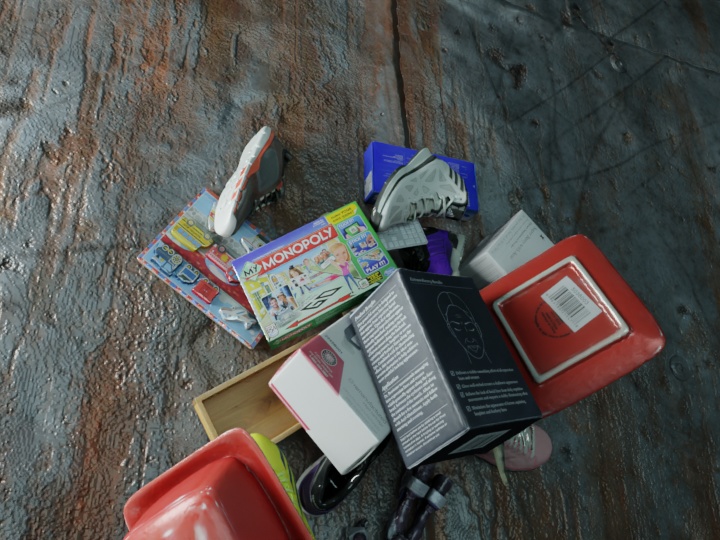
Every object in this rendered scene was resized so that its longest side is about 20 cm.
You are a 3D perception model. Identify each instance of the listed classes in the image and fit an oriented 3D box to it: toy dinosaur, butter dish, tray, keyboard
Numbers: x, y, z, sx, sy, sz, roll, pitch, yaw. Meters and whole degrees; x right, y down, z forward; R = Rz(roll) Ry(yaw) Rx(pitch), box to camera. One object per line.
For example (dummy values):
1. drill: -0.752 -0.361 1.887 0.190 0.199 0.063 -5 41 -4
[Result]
1. toy dinosaur: 0.163 0.180 0.800 0.086 0.048 0.202 12 49 2
2. butter dish: -0.166 0.306 0.616 0.198 0.148 0.202 -34 84 11
3. butter dish: 0.277 0.093 0.810 0.197 0.148 0.202 -32 50 9
4. tray: -0.111 0.170 0.794 0.198 0.037 0.100 -26 81 -30
5. keyboard: 0.003 -0.047 0.883 0.196 0.011 0.057 -10 52 -18

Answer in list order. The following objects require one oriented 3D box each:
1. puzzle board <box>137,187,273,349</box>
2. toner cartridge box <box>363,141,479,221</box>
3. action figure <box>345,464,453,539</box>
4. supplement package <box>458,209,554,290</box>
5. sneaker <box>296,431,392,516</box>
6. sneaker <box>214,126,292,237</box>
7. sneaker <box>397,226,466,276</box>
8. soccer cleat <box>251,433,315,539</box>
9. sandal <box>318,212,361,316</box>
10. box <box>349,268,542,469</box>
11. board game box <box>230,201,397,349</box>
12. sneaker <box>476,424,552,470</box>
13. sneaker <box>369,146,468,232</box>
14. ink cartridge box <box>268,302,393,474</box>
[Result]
1. puzzle board: -0.187 -0.008 0.843 0.199 0.017 0.152 39 60 -5
2. toner cartridge box: 0.103 -0.149 1.006 0.196 0.043 0.097 8 68 -19
3. action figure: 0.052 0.351 0.775 0.130 0.069 0.201 41 63 -11
4. supplement package: 0.267 0.031 0.960 0.200 0.120 0.121 47 59 0
5. sneaker: 0.000 0.235 0.784 0.076 0.088 0.201 41 60 -2
6. sneaker: -0.145 -0.123 0.870 0.081 0.077 0.203 35 53 -25
7. sneaker: 0.100 -0.007 0.914 0.098 0.070 0.201 23 33 2
8. soccer cleat: -0.090 0.291 0.710 0.064 0.083 0.204 -19 89 -27
9. sandal: -0.005 0.002 0.885 0.077 0.070 0.215 -22 79 -28
10. box: 0.099 0.113 0.718 0.147 0.107 0.203 7 51 -42
11. board game box: -0.061 0.002 0.813 0.197 0.029 0.136 -27 64 -11
12. sneaker: 0.216 0.239 0.866 0.197 0.105 0.077 18 60 -16
13. sneaker: 0.099 -0.105 0.894 0.114 0.076 0.201 32 50 11
14. ink cartridge box: 0.003 0.135 0.767 0.146 0.085 0.199 47 33 8
